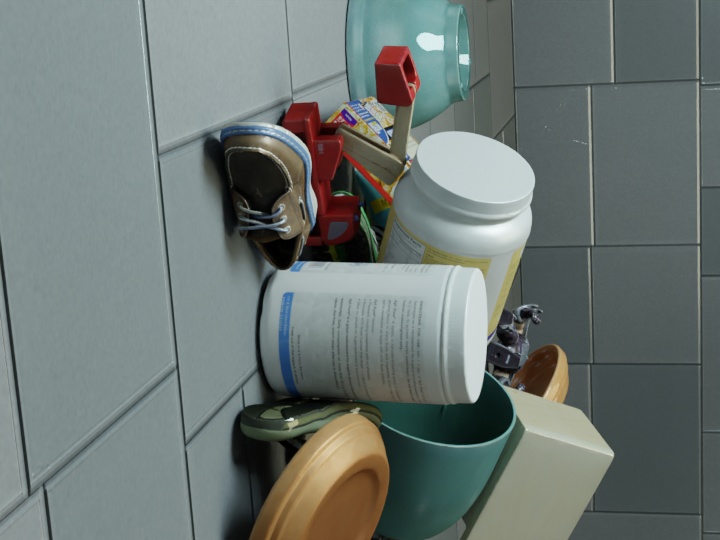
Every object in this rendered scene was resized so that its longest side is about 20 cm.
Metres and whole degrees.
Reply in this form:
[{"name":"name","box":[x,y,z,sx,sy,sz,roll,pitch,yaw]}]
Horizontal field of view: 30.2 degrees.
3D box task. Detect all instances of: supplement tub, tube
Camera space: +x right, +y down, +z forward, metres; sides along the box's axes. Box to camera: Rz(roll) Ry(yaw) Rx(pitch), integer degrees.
[{"name":"supplement tub","box":[0.014,0.059,1.273,0.132,0.198,0.134,2,90,-75]},{"name":"tube","box":[0.052,-0.038,1.638,0.077,0.050,0.202,-3,67,-50]},{"name":"supplement tub","box":[0.093,-0.024,1.366,0.146,0.144,0.201,-72,178,-54]}]

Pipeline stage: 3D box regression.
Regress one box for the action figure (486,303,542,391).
[{"name":"action figure","box":[0.188,0.100,1.685,0.200,0.069,0.132,34,62,-70]}]

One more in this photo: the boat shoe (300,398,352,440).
[{"name":"boat shoe","box":[-0.025,0.115,1.382,0.072,0.059,0.202,111,-14,-65]}]

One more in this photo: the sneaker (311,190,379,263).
[{"name":"sneaker","box":[0.000,0.000,1.495,0.086,0.077,0.201,-76,160,-49]}]

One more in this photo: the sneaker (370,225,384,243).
[{"name":"sneaker","box":[0.051,0.036,1.562,0.200,0.074,0.117,41,-45,49]}]

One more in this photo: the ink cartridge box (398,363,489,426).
[{"name":"ink cartridge box","box":[0.082,0.159,1.699,0.200,0.143,0.147,-67,153,-59]}]

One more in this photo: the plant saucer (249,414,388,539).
[{"name":"plant saucer","box":[-0.032,0.229,1.209,0.200,0.037,0.202,-43,146,-38]}]

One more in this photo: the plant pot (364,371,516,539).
[{"name":"plant pot","box":[0.059,0.203,1.505,0.201,0.198,0.162,-64,170,-63]}]

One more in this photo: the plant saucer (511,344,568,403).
[{"name":"plant saucer","box":[0.203,0.185,1.717,0.201,0.037,0.200,-52,-172,10]}]

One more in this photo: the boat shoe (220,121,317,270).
[{"name":"boat shoe","box":[-0.076,-0.061,1.174,0.200,0.071,0.073,62,31,-64]}]

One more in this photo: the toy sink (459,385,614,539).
[{"name":"toy sink","box":[0.183,0.255,1.579,0.202,0.129,0.112,-65,-156,17]}]

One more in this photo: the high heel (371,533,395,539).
[{"name":"high heel","box":[0.029,0.351,1.650,0.201,0.071,0.144,68,31,-53]}]

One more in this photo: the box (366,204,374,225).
[{"name":"box","box":[0.042,-0.029,1.694,0.050,0.074,0.202,56,34,-69]}]

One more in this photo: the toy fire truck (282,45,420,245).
[{"name":"toy fire truck","box":[-0.006,-0.119,1.333,0.049,0.139,0.202,-69,155,-57]}]

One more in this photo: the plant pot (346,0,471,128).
[{"name":"plant pot","box":[0.068,-0.271,1.685,0.200,0.133,0.203,0,90,-77]}]

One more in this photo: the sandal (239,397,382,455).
[{"name":"sandal","box":[-0.050,0.151,1.249,0.200,0.079,0.058,1,90,-60]}]

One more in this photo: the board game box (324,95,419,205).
[{"name":"board game box","box":[0.053,-0.112,1.533,0.200,0.046,0.151,46,16,2]}]
